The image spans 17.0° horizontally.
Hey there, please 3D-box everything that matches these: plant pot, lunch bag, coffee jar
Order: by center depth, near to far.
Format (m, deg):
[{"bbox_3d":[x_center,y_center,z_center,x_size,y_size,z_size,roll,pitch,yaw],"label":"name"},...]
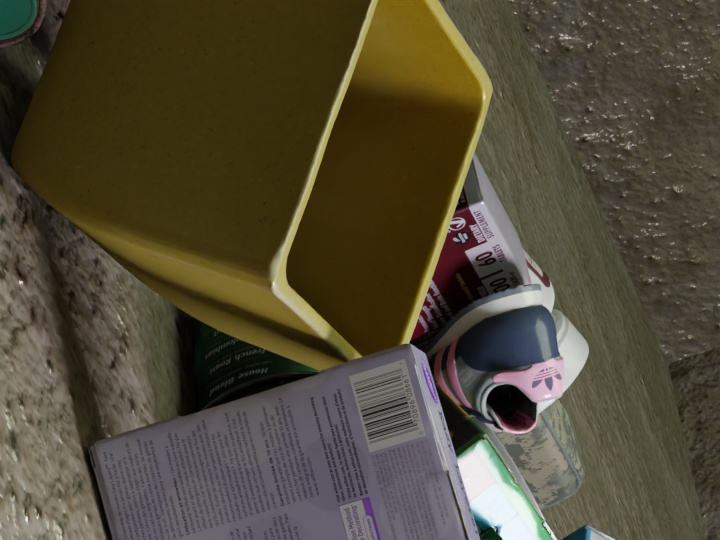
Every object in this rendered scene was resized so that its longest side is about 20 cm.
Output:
[{"bbox_3d":[-0.070,-0.069,1.320,0.194,0.200,0.196,47,59,-63],"label":"plant pot"},{"bbox_3d":[-0.054,0.093,1.469,0.200,0.085,0.104,-95,161,-52],"label":"coffee jar"},{"bbox_3d":[0.092,0.100,1.995,0.200,0.139,0.168,56,20,-54],"label":"lunch bag"}]

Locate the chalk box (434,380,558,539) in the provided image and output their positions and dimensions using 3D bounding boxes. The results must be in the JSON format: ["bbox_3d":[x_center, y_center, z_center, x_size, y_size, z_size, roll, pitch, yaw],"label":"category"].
[{"bbox_3d":[0.041,0.162,1.524,0.124,0.125,0.200,57,-4,-26],"label":"chalk box"}]

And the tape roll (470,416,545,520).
[{"bbox_3d":[0.113,0.207,1.826,0.203,0.037,0.203,156,-90,-81],"label":"tape roll"}]

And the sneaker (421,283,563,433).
[{"bbox_3d":[0.082,0.080,1.605,0.200,0.070,0.082,120,-47,-66],"label":"sneaker"}]

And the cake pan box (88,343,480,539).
[{"bbox_3d":[-0.030,0.151,1.252,0.052,0.184,0.200,39,32,-76],"label":"cake pan box"}]

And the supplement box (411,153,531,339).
[{"bbox_3d":[0.000,0.000,1.579,0.109,0.200,0.061,57,16,-48],"label":"supplement box"}]

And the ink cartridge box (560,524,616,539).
[{"bbox_3d":[0.107,0.277,1.557,0.086,0.200,0.147,29,46,-22],"label":"ink cartridge box"}]

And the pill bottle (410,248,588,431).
[{"bbox_3d":[0.066,0.012,1.730,0.200,0.114,0.114,48,18,-14],"label":"pill bottle"}]

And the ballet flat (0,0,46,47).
[{"bbox_3d":[-0.220,-0.214,1.274,0.071,0.069,0.200,-127,-165,-65],"label":"ballet flat"}]
